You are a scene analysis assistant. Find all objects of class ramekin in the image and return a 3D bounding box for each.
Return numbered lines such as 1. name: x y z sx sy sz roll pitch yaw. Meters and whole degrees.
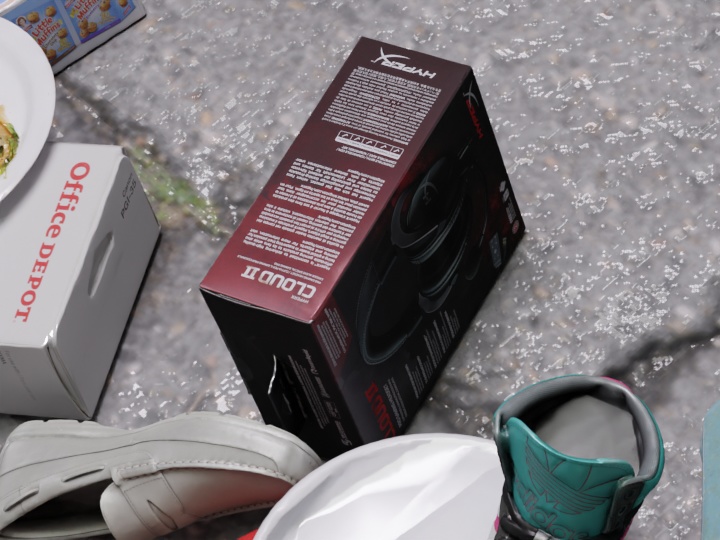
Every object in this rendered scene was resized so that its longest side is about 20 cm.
1. ramekin: 0.039 0.188 1.484 0.202 0.094 0.203 0 56 0

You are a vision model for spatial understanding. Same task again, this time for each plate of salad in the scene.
1. plate of salad: -0.274 -0.086 1.730 0.199 0.048 0.200 -9 49 11

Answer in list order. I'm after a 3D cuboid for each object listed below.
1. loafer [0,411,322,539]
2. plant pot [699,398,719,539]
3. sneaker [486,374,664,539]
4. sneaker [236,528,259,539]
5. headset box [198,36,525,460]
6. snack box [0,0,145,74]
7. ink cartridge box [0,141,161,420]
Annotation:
1. loafer: -0.112 0.119 1.614 0.199 0.070 0.070 -6 54 32
2. plant pot: 0.269 0.131 1.424 0.199 0.196 0.196 -10 52 19
3. sneaker: 0.087 0.127 1.395 0.083 0.121 0.200 18 58 12
4. sneaker: -0.080 0.177 1.555 0.200 0.085 0.077 -32 53 -8
5. headset box: 0.000 0.000 1.622 0.077 0.149 0.200 16 60 28
6. snack box: -0.228 -0.132 1.838 0.200 0.072 0.024 -34 52 -9
7. ink cartridge box: -0.233 0.002 1.733 0.199 0.083 0.147 4 55 21
